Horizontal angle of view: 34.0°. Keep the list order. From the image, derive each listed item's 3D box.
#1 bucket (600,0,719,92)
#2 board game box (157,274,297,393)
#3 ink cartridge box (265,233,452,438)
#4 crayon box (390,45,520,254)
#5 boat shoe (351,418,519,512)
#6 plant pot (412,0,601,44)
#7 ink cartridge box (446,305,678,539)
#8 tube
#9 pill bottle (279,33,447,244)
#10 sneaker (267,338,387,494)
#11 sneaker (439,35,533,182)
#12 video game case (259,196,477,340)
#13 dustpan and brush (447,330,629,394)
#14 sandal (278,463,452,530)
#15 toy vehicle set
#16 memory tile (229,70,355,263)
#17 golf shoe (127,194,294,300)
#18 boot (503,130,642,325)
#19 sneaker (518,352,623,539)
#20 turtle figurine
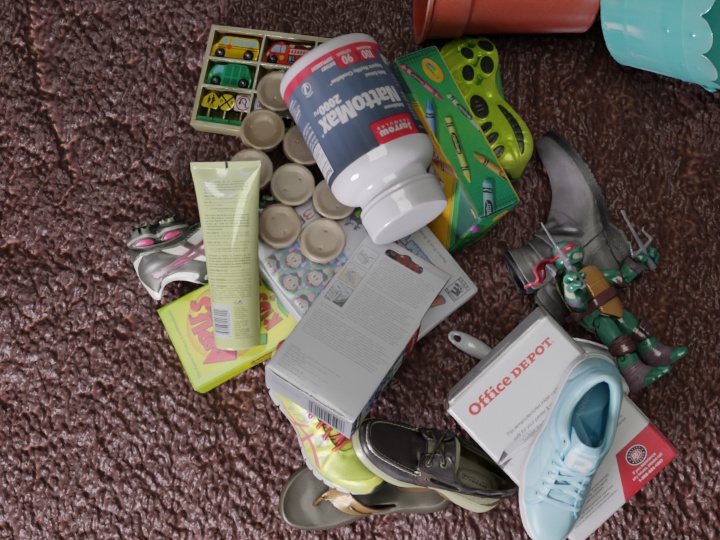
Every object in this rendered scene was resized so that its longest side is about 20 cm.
[{"bbox_3d":[0.361,-0.303,1.278,0.134,0.207,0.208,17,80,36],"label":"bucket"},{"bbox_3d":[-0.116,0.046,1.331,0.199,0.048,0.102,-27,80,-2],"label":"board game box"},{"bbox_3d":[0.000,0.063,1.234,0.109,0.050,0.200,31,63,13],"label":"ink cartridge box"},{"bbox_3d":[0.088,-0.131,1.308,0.058,0.119,0.201,-23,79,-22],"label":"crayon box"},{"bbox_3d":[0.083,0.196,1.240,0.199,0.065,0.074,24,51,-29],"label":"boat shoe"},{"bbox_3d":[0.166,-0.348,1.318,0.194,0.201,0.202,3,80,-4],"label":"plant pot"},{"bbox_3d":[0.206,0.158,1.233,0.144,0.084,0.200,-43,93,6],"label":"ink cartridge box"},{"bbox_3d":[-0.136,-0.017,1.259,0.058,0.052,0.202,-11,104,-33],"label":"tube"},{"bbox_3d":[0.008,-0.137,1.248,0.119,0.120,0.201,-28,77,-2],"label":"pill bottle"},{"bbox_3d":[-0.040,0.154,1.260,0.078,0.091,0.200,-33,63,-21],"label":"sneaker"},{"bbox_3d":[0.138,-0.184,1.343,0.074,0.084,0.201,-15,61,-3],"label":"sneaker"},{"bbox_3d":[0.000,0.000,1.300,0.182,0.024,0.200,-37,82,-14],"label":"video game case"},{"bbox_3d":[0.187,0.118,1.305,0.199,0.057,0.140,27,95,1],"label":"dustpan and brush"},{"bbox_3d":[0.008,0.241,1.286,0.198,0.055,0.082,-2,80,3],"label":"sandal"},{"bbox_3d":[-0.090,-0.213,1.375,0.198,0.027,0.125,9,81,10],"label":"toy vehicle set"},{"bbox_3d":[-0.068,-0.116,1.307,0.152,0.017,0.201,17,73,1],"label":"memory tile"},{"bbox_3d":[-0.164,-0.034,1.345,0.199,0.077,0.089,-16,99,3],"label":"golf shoe"},{"bbox_3d":[0.214,-0.046,1.317,0.131,0.070,0.201,-28,80,1],"label":"boot"},{"bbox_3d":[0.204,0.180,1.152,0.073,0.082,0.202,13,96,2],"label":"sneaker"},{"bbox_3d":[0.261,0.025,1.248,0.149,0.101,0.201,-31,84,-35],"label":"turtle figurine"}]
